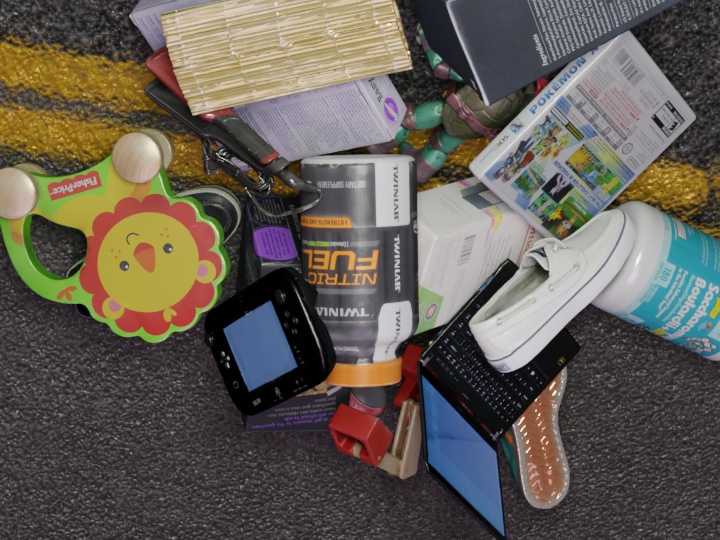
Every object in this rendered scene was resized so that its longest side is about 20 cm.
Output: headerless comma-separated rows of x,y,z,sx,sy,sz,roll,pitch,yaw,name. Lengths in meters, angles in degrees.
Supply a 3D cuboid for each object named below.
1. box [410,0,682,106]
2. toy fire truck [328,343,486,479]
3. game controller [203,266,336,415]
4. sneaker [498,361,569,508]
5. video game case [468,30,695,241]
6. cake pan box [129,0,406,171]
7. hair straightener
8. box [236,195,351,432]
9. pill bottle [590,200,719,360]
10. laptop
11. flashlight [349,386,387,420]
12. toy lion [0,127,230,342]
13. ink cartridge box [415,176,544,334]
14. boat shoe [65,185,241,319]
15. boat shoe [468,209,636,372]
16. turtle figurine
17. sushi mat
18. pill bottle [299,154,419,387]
0.149,-0.251,1.503,0.199,0.149,0.108,-29,122,-4,box
0.053,0.154,1.778,0.048,0.142,0.200,17,157,34,toy fire truck
-0.083,0.066,1.586,0.042,0.105,0.200,-11,170,-29,game controller
0.170,0.141,1.844,0.071,0.080,0.202,-8,104,-16,sneaker
0.205,-0.118,1.620,0.182,0.022,0.200,-45,147,7,video game case
-0.078,-0.181,1.578,0.183,0.053,0.201,-9,128,37,cake pan box
-0.112,-0.111,1.560,0.199,0.041,0.077,37,145,16,hair straightener
-0.062,0.042,1.722,0.105,0.123,0.202,0,125,-13,box
0.324,0.018,1.744,0.199,0.111,0.111,23,119,-18,pill bottle
0.139,0.126,1.701,0.200,0.103,0.177,-47,137,-4,laptop
0.018,0.074,1.789,0.067,0.068,0.201,-3,128,-37,flashlight
-0.227,-0.024,1.659,0.198,0.069,0.194,-14,96,7,toy lion
0.105,-0.023,1.695,0.199,0.067,0.118,-16,134,-41,ink cartridge box
-0.199,-0.013,1.718,0.199,0.062,0.075,-29,119,13,boat shoe
0.179,0.004,1.650,0.200,0.073,0.066,-48,114,-22,boat shoe
0.099,-0.163,1.621,0.199,0.101,0.150,-36,119,25,turtle figurine
-0.062,-0.192,1.493,0.198,0.012,0.096,-11,123,7,sushi mat
0.000,0.000,1.577,0.105,0.106,0.202,-2,95,-3,pill bottle
